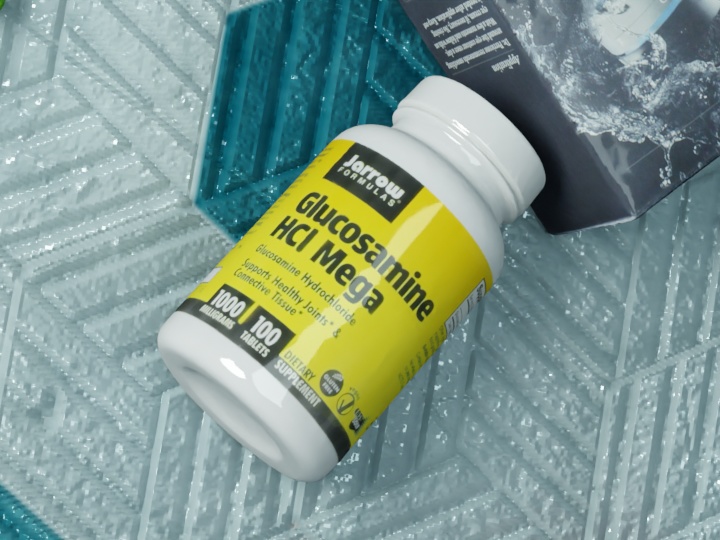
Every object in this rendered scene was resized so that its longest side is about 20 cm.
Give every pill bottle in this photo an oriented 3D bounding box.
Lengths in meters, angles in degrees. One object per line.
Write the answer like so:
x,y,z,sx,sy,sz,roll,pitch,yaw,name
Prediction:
0.000,0.000,1.169,0.112,0.112,0.200,44,75,-10,pill bottle

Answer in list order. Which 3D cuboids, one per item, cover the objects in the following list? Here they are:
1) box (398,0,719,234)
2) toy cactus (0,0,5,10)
0.142,-0.156,1.225,0.196,0.117,0.200,-36,98,-17,box
-0.278,-0.150,1.113,0.199,0.102,0.166,-14,80,-9,toy cactus
